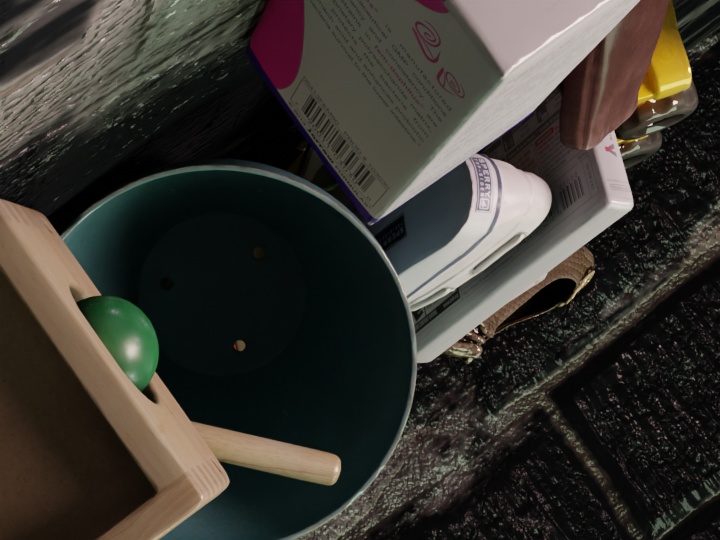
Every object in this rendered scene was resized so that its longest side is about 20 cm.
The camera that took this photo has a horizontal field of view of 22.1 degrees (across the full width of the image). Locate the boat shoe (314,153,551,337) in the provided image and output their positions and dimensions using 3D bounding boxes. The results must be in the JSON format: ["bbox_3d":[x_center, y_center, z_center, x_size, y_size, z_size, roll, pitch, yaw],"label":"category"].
[{"bbox_3d":[0.029,-0.007,1.022,0.065,0.074,0.200,7,162,-32],"label":"boat shoe"}]

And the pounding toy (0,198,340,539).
[{"bbox_3d":[-0.141,0.078,0.820,0.199,0.185,0.142,-36,177,0],"label":"pounding toy"}]

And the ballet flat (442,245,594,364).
[{"bbox_3d":[0.109,0.025,1.286,0.199,0.046,0.068,-17,148,-52],"label":"ballet flat"}]

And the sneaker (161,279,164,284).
[{"bbox_3d":[-0.181,0.071,1.326,0.200,0.074,0.082,-39,173,33],"label":"sneaker"}]

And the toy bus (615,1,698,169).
[{"bbox_3d":[0.101,-0.122,1.204,0.191,0.137,0.200,-19,171,-12],"label":"toy bus"}]

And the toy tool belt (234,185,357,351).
[{"bbox_3d":[0.000,0.000,1.166,0.122,0.126,0.200,-2,-158,19],"label":"toy tool belt"}]

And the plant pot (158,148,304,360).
[{"bbox_3d":[-0.098,0.005,1.140,0.201,0.027,0.200,-58,-179,1],"label":"plant pot"}]

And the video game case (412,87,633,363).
[{"bbox_3d":[0.068,-0.070,1.054,0.023,0.183,0.200,5,151,-32],"label":"video game case"}]

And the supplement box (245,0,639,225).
[{"bbox_3d":[0.035,-0.109,0.745,0.103,0.101,0.200,-35,177,-17],"label":"supplement box"}]

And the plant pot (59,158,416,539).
[{"bbox_3d":[-0.075,0.029,0.974,0.200,0.200,0.135,-36,-166,6],"label":"plant pot"}]

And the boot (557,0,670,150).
[{"bbox_3d":[0.115,-0.132,0.813,0.200,0.072,0.168,-43,143,-65],"label":"boot"}]

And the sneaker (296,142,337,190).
[{"bbox_3d":[0.021,-0.075,1.034,0.200,0.089,0.068,129,-18,-74],"label":"sneaker"}]

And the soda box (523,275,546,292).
[{"bbox_3d":[0.107,-0.086,1.097,0.068,0.063,0.201,-24,138,-62],"label":"soda box"}]
